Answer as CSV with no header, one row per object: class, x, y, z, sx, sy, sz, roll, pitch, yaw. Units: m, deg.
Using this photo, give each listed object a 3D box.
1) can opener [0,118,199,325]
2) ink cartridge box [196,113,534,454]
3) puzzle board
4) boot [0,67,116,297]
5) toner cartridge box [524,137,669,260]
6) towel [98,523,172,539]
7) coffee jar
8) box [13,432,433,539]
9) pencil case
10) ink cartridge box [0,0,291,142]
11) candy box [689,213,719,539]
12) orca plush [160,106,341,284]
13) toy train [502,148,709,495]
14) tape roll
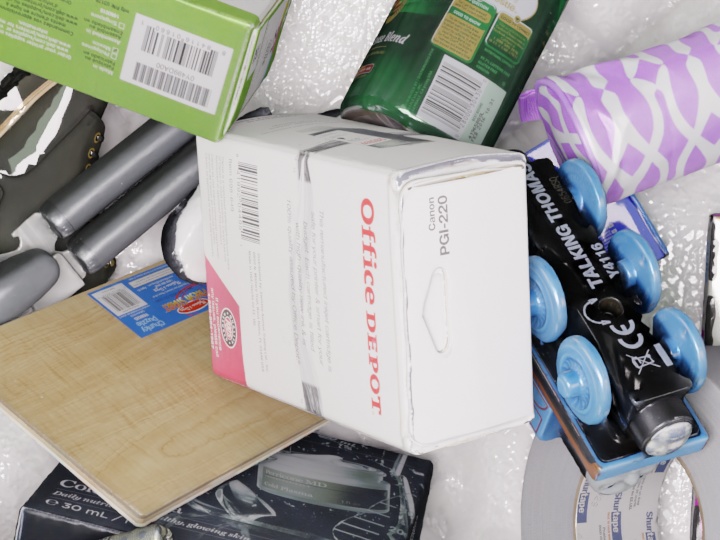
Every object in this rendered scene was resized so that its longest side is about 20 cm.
can opener,-0.154,-0.022,1.242,0.200,0.066,0.053,-41,116,-13
ink cartridge box,0.000,0.000,1.148,0.085,0.200,0.146,-11,106,-31
puzzle board,-0.114,0.064,1.211,0.151,0.200,0.017,36,122,21
boot,-0.165,-0.063,1.294,0.200,0.077,0.138,-38,107,-1
toner cartridge box,0.071,0.001,1.273,0.200,0.043,0.095,-31,89,7
towel,-0.140,0.245,1.115,0.192,0.035,0.200,-22,92,20
coffee jar,0.070,-0.155,1.221,0.085,0.104,0.200,30,82,-10
box,-0.076,0.171,1.210,0.200,0.197,0.124,13,106,5
pencil case,0.196,-0.106,1.214,0.200,0.084,0.086,-21,52,-11
ink cartridge box,-0.108,-0.167,1.228,0.148,0.200,0.076,21,120,4
candy box,0.262,0.070,1.246,0.136,0.061,0.200,3,92,7
orca plush,-0.047,-0.066,1.270,0.200,0.071,0.105,-51,123,-15
toy train,0.112,0.029,1.154,0.087,0.114,0.200,-16,56,-22
tape roll,0.175,0.141,1.193,0.066,0.200,0.201,1,93,-36
